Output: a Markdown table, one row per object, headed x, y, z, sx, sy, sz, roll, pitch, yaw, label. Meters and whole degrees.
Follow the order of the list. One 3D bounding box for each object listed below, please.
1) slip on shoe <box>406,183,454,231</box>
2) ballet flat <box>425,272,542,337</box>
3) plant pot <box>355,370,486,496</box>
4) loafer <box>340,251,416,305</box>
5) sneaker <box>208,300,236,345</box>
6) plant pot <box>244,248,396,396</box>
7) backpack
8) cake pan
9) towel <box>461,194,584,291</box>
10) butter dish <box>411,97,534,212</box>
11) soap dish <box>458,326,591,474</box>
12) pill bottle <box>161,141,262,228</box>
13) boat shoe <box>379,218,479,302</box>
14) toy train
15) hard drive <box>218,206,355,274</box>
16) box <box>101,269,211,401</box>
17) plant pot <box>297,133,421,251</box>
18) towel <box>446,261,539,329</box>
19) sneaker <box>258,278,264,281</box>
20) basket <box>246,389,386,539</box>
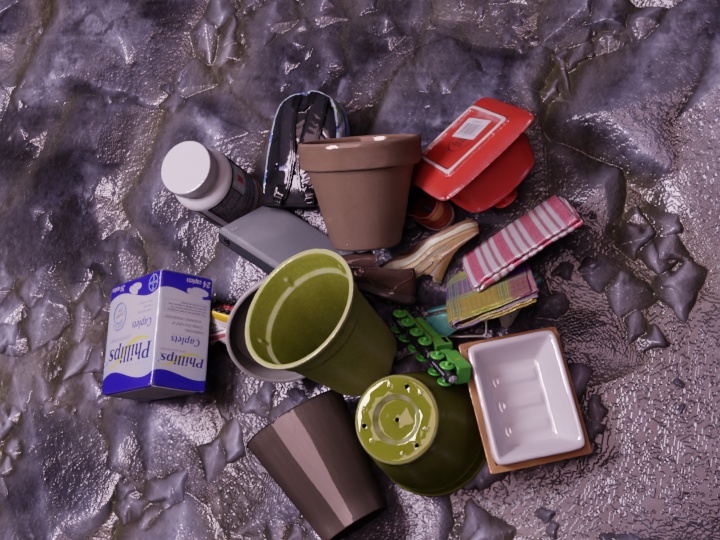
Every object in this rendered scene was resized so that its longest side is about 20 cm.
| x | y | z | sx | sy | sz | roll | pitch | yaw | label |
| --- | --- | --- | --- | --- | --- | --- | --- | --- | --- |
| 0.071 | -0.129 | 1.655 | 0.199 | 0.061 | 0.074 | 30 | 89 | 33 | slip on shoe |
| 0.205 | 0.066 | 1.562 | 0.199 | 0.067 | 0.071 | -20 | 94 | 14 | ballet flat |
| 0.084 | 0.237 | 1.481 | 0.199 | 0.193 | 0.202 | -5 | 74 | 18 | plant pot |
| 0.000 | 0.000 | 1.577 | 0.199 | 0.073 | 0.072 | 16 | 88 | -7 | loafer |
| -0.178 | 0.116 | 1.688 | 0.199 | 0.078 | 0.083 | 17 | 109 | 19 | sneaker |
| -0.043 | 0.099 | 1.496 | 0.199 | 0.184 | 0.202 | -22 | 49 | 27 | plant pot |
| -0.088 | -0.214 | 1.709 | 0.162 | 0.154 | 0.202 | -1 | 96 | 25 | backpack |
| -0.124 | 0.090 | 1.583 | 0.200 | 0.200 | 0.037 | -41 | 31 | 6 | cake pan |
| 0.252 | -0.042 | 1.534 | 0.199 | 0.146 | 0.030 | -34 | 105 | 10 | towel |
| 0.202 | -0.164 | 1.582 | 0.199 | 0.148 | 0.200 | -44 | 26 | -1 | butter dish |
| 0.245 | 0.198 | 1.472 | 0.156 | 0.081 | 0.201 | -11 | 70 | -5 | soap dish |
| -0.260 | -0.148 | 1.712 | 0.115 | 0.200 | 0.117 | -5 | 74 | 18 | pill bottle |
| 0.118 | -0.012 | 1.614 | 0.199 | 0.072 | 0.077 | -31 | 81 | 18 | boat shoe |
| 0.108 | 0.115 | 1.506 | 0.200 | 0.056 | 0.042 | -132 | 42 | -53 | toy train |
| -0.127 | -0.040 | 1.678 | 0.199 | 0.139 | 0.033 | 32 | 132 | 25 | hard drive |
| -0.355 | 0.117 | 1.689 | 0.183 | 0.104 | 0.202 | -16 | 68 | 48 | box |
| 0.005 | -0.127 | 1.569 | 0.199 | 0.200 | 0.176 | -1 | 102 | 20 | plant pot |
| 0.201 | 0.029 | 1.513 | 0.143 | 0.200 | 0.023 | -22 | 108 | 10 | towel |
| -0.092 | 0.053 | 1.658 | 0.199 | 0.082 | 0.078 | 7 | 78 | 22 | sneaker |
| -0.058 | 0.320 | 1.547 | 0.180 | 0.136 | 0.201 | -29 | 70 | -9 | basket |
